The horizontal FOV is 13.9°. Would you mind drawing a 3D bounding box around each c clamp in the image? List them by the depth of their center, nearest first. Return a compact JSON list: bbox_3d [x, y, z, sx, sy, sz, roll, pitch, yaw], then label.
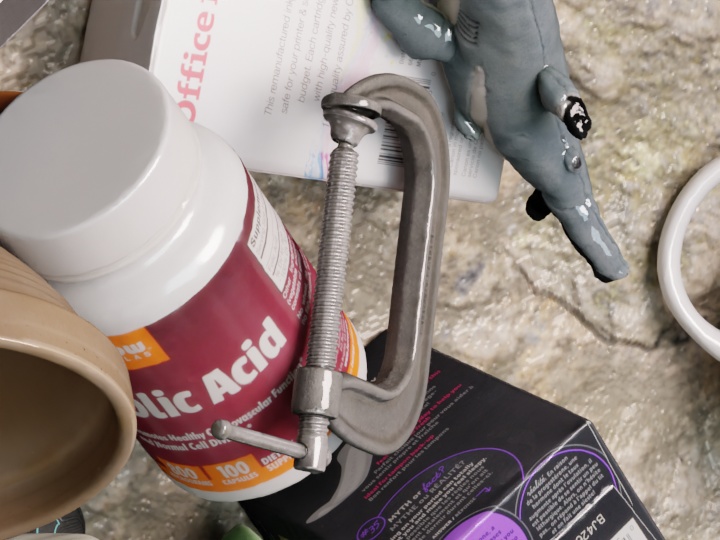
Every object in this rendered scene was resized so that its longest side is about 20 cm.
[{"bbox_3d":[0.000,0.000,1.319,0.171,0.027,0.201,34,61,-57],"label":"c clamp"}]

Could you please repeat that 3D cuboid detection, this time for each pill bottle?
[{"bbox_3d":[-0.084,0.005,1.311,0.114,0.114,0.200,-46,137,-11],"label":"pill bottle"}]

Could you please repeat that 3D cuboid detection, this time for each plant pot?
[{"bbox_3d":[-0.196,0.037,1.221,0.200,0.201,0.093,8,56,-30],"label":"plant pot"}]

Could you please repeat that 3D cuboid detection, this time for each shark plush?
[{"bbox_3d":[0.074,-0.078,1.368,0.091,0.083,0.201,-22,111,-26],"label":"shark plush"}]

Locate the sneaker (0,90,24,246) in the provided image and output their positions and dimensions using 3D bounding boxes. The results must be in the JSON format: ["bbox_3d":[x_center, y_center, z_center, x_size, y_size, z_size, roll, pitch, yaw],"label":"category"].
[{"bbox_3d":[-0.158,-0.028,1.355,0.085,0.073,0.200,-43,116,-9],"label":"sneaker"}]

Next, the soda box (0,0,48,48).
[{"bbox_3d":[-0.201,-0.096,1.250,0.063,0.071,0.200,52,46,-14],"label":"soda box"}]

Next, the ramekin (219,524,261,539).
[{"bbox_3d":[-0.041,0.231,1.414,0.097,0.200,0.201,-34,116,-10],"label":"ramekin"}]

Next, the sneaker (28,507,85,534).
[{"bbox_3d":[-0.178,0.108,1.388,0.079,0.075,0.201,-24,121,-33],"label":"sneaker"}]

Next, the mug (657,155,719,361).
[{"bbox_3d":[0.253,0.013,1.563,0.199,0.148,0.176,30,95,0],"label":"mug"}]

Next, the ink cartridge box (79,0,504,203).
[{"bbox_3d":[-0.023,-0.120,1.402,0.199,0.086,0.148,8,98,-29],"label":"ink cartridge box"}]

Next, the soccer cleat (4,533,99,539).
[{"bbox_3d":[-0.198,0.144,1.318,0.078,0.199,0.069,63,33,-13],"label":"soccer cleat"}]

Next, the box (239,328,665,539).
[{"bbox_3d":[0.042,0.123,1.426,0.122,0.200,0.106,-41,117,-14],"label":"box"}]
